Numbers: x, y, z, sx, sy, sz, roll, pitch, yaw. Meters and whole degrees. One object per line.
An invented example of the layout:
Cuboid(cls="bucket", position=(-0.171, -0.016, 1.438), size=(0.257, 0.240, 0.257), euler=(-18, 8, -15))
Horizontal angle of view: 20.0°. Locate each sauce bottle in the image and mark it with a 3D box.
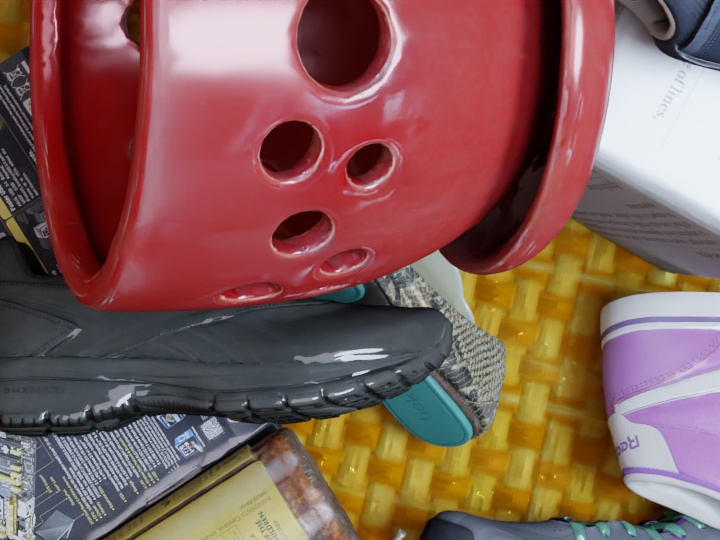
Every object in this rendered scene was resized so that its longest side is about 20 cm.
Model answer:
Cuboid(cls="sauce bottle", position=(-0.097, 0.141, 0.834), size=(0.200, 0.066, 0.066), euler=(-32, 97, 0))

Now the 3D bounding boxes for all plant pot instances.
Cuboid(cls="plant pot", position=(-0.016, -0.088, 0.742), size=(0.182, 0.200, 0.201), euler=(-2, 93, -18))

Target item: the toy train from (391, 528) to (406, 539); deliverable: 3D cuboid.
Cuboid(cls="toy train", position=(-0.014, 0.227, 0.924), size=(0.200, 0.085, 0.116), euler=(-45, 108, -5))

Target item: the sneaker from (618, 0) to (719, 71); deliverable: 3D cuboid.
Cuboid(cls="sneaker", position=(0.159, -0.164, 0.732), size=(0.146, 0.077, 0.203), euler=(12, 91, -12))

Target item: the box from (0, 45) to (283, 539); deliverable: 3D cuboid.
Cuboid(cls="box", position=(-0.152, 0.029, 0.877), size=(0.161, 0.049, 0.200), euler=(-34, 80, -5))

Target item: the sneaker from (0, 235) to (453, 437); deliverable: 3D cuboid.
Cuboid(cls="sneaker", position=(-0.063, 0.018, 0.813), size=(0.199, 0.076, 0.091), euler=(-2, 81, 1))

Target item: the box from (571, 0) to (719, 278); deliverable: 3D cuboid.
Cuboid(cls="box", position=(0.157, -0.108, 0.873), size=(0.131, 0.199, 0.200), euler=(29, 87, -10))

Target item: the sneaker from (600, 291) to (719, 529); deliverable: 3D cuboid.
Cuboid(cls="sneaker", position=(0.212, 0.069, 0.938), size=(0.200, 0.073, 0.115), euler=(-4, 66, 1))

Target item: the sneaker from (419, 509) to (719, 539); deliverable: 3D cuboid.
Cuboid(cls="sneaker", position=(0.122, 0.134, 0.951), size=(0.200, 0.074, 0.088), euler=(26, 77, -20))

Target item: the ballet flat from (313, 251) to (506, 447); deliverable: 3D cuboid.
Cuboid(cls="ballet flat", position=(0.000, 0.000, 0.900), size=(0.200, 0.068, 0.075), euler=(44, 55, -36))
